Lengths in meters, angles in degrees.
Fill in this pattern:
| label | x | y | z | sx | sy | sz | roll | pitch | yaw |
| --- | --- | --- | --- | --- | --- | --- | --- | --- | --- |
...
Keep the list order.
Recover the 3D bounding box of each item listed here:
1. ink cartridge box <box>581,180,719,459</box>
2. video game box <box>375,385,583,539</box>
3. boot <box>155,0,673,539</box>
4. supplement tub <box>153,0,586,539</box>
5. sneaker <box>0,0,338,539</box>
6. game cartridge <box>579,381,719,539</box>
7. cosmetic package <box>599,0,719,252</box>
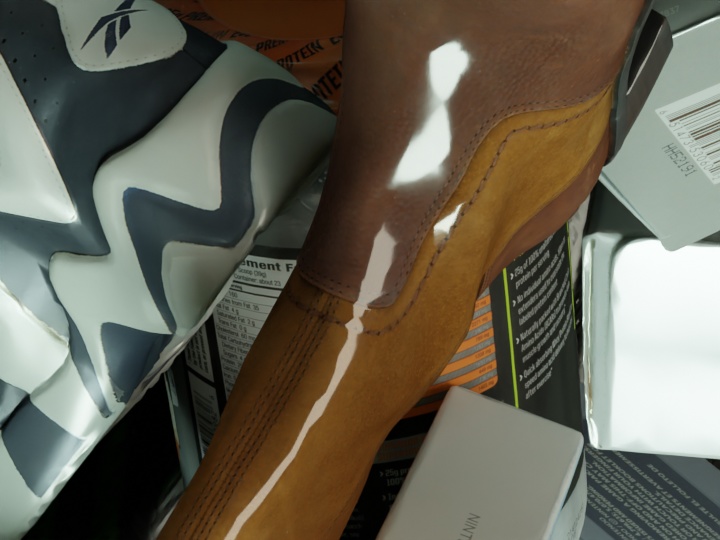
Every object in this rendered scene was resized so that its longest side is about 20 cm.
| label | x | y | z | sx | sy | sz | roll | pitch | yaw |
| --- | --- | --- | --- | --- | --- | --- | --- | --- | --- |
| ink cartridge box | 0.150 | -0.025 | 0.948 | 0.200 | 0.144 | 0.084 | -74 | 166 | -55 |
| video game box | -0.005 | 0.153 | 0.762 | 0.200 | 0.047 | 0.183 | -59 | 171 | -62 |
| boot | -0.011 | 0.001 | 0.670 | 0.201 | 0.068 | 0.188 | -57 | 169 | -5 |
| supplement tub | 0.000 | 0.000 | 0.856 | 0.122 | 0.122 | 0.201 | -36 | 135 | -36 |
| sneaker | -0.100 | -0.015 | 0.766 | 0.080 | 0.129 | 0.199 | -49 | 180 | -37 |
| game cartridge | 0.097 | 0.103 | 0.978 | 0.133 | 0.200 | 0.042 | -11 | 132 | -47 |
| cosmetic package | 0.085 | -0.124 | 0.842 | 0.107 | 0.090 | 0.201 | 41 | 31 | -52 |
